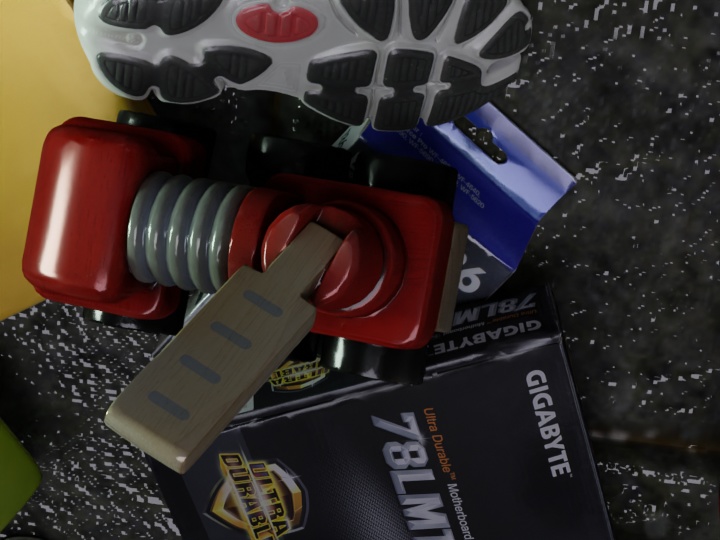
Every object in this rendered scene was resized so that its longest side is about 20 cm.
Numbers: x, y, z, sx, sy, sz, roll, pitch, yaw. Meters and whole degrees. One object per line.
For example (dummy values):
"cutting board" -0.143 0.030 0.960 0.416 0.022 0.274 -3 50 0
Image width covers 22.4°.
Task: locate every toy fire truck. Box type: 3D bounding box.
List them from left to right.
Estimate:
"toy fire truck" -0.064 0.002 0.721 0.175 0.200 0.130 11 90 15

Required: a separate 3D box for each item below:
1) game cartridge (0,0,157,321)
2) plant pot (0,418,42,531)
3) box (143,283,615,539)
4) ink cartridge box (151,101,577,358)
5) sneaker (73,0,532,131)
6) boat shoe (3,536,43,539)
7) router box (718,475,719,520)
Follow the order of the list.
"game cartridge" -0.199 -0.059 0.858 0.199 0.032 0.177 -24 110 14
"plant pot" -0.306 0.115 0.848 0.198 0.182 0.200 -30 107 33
"box" 0.019 0.119 0.875 0.197 0.050 0.201 -13 124 7
"ink cartridge box" 0.000 0.000 0.855 0.099 0.039 0.200 39 113 -11
"sneaker" -0.022 -0.119 0.785 0.199 0.084 0.081 6 132 -13
"boat shoe" -0.186 0.240 0.979 0.066 0.057 0.201 4 115 5
"router box" 0.271 0.043 0.834 0.198 0.049 0.181 2 115 7
